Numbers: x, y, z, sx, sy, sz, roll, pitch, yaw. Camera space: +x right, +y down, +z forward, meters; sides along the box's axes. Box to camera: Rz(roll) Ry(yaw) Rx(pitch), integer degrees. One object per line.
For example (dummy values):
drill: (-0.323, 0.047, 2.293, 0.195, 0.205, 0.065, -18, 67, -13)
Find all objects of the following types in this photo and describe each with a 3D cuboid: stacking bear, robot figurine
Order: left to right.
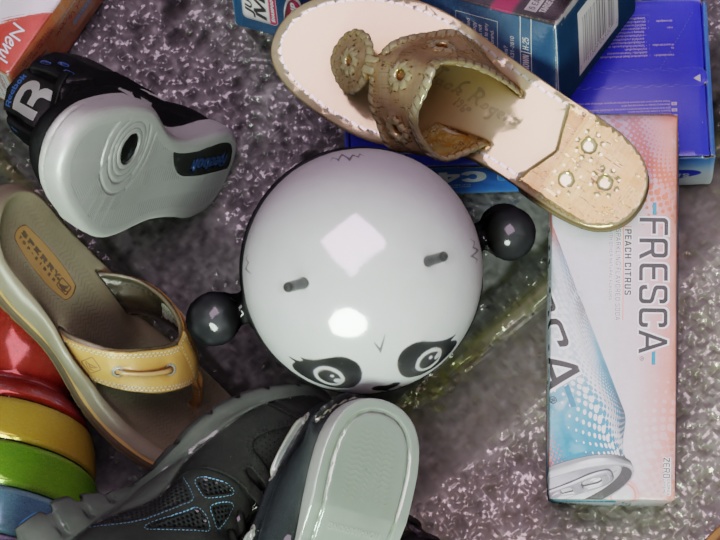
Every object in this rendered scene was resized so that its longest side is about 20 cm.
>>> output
stacking bear: (-0.184, 0.101, 1.452, 0.120, 0.114, 0.201, 5, 66, 6)
robot figurine: (-0.001, 0.002, 1.419, 0.124, 0.200, 0.151, 35, 89, -3)

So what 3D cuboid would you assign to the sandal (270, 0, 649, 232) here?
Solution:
sandal: (0.049, -0.088, 1.408, 0.211, 0.070, 0.078, 28, 87, 10)

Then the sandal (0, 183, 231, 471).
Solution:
sandal: (-0.121, 0.031, 1.439, 0.054, 0.200, 0.081, -25, 25, 34)

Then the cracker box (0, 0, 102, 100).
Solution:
cracker box: (-0.236, -0.198, 1.586, 0.199, 0.058, 0.134, 29, 75, 13)

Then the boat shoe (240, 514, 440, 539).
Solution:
boat shoe: (-0.001, 0.144, 1.408, 0.199, 0.072, 0.065, -3, 86, 31)

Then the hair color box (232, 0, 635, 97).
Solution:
hair color box: (0.038, -0.158, 1.505, 0.199, 0.061, 0.100, 17, 45, 24)

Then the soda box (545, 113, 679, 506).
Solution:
soda box: (0.130, 0.020, 1.454, 0.068, 0.064, 0.202, 0, 83, 4)

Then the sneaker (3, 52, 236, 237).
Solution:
sneaker: (-0.153, -0.071, 1.471, 0.111, 0.200, 0.073, 26, 97, 18)

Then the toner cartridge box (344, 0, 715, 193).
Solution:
toner cartridge box: (0.091, -0.093, 1.532, 0.198, 0.043, 0.096, -2, 71, 4)

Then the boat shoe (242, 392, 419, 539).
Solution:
boat shoe: (-0.026, 0.157, 1.344, 0.075, 0.060, 0.201, 28, 77, -23)

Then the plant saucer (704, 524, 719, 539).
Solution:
plant saucer: (0.244, 0.193, 1.368, 0.198, 0.038, 0.202, 0, 69, 1)

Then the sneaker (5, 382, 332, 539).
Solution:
sneaker: (-0.081, 0.128, 1.381, 0.199, 0.073, 0.082, -32, 64, -26)
